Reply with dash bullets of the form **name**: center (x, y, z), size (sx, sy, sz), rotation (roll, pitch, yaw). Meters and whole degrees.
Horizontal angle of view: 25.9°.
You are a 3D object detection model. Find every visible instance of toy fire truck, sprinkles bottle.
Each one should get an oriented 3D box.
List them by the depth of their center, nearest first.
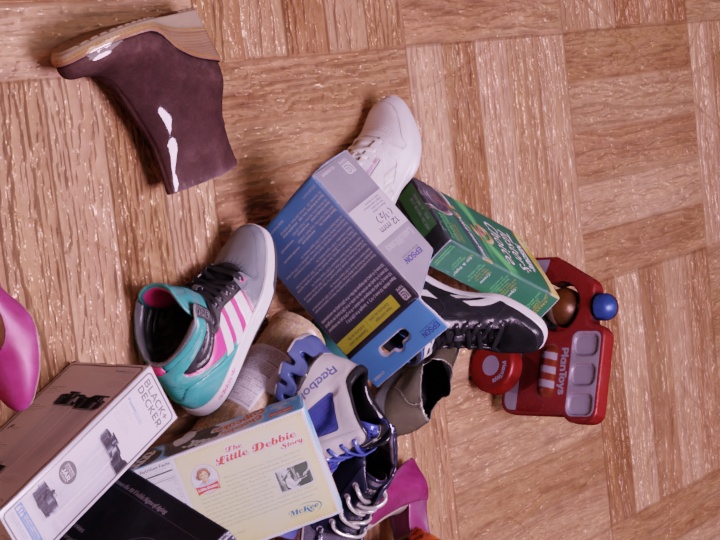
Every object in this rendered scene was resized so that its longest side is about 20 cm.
- **sprinkles bottle**: center (-0.110, 0.131, 1.573), size (0.200, 0.068, 0.068), rotation (-55, 127, -34)
- **toy fire truck**: center (0.236, 0.084, 1.896), size (0.112, 0.167, 0.202), rotation (22, 73, -46)

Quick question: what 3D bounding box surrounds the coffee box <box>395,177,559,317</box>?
- **coffee box**: center (0.134, -0.025, 1.812), size (0.199, 0.044, 0.123), rotation (27, 25, -39)

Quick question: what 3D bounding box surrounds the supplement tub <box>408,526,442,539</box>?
- **supplement tub**: center (0.056, 0.387, 1.686), size (0.122, 0.122, 0.201), rotation (35, 80, -43)

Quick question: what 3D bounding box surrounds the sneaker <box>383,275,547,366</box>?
- **sneaker**: center (0.100, 0.073, 1.726), size (0.112, 0.199, 0.073), rotation (-63, 168, -48)

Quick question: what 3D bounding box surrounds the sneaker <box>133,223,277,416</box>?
- **sneaker**: center (-0.156, 0.027, 1.517), size (0.121, 0.083, 0.201), rotation (42, 60, -51)

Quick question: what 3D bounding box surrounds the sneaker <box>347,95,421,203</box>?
- **sneaker**: center (0.007, -0.106, 1.706), size (0.099, 0.074, 0.202), rotation (32, 65, -45)

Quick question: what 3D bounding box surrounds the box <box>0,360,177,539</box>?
- **box**: center (-0.266, 0.163, 1.358), size (0.200, 0.116, 0.060), rotation (-48, 123, -39)

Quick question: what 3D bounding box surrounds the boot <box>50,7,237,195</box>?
- **boot**: center (-0.195, -0.153, 1.477), size (0.199, 0.072, 0.168), rotation (-25, 106, -50)

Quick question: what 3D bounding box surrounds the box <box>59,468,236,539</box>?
- **box**: center (-0.203, 0.295, 1.331), size (0.197, 0.199, 0.124), rotation (-44, 124, -20)

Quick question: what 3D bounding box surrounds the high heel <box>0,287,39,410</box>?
- **high heel**: center (-0.331, 0.027, 1.303), size (0.096, 0.067, 0.202), rotation (-20, 99, -59)

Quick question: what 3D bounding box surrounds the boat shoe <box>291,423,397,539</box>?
- **boat shoe**: center (-0.014, 0.241, 1.590), size (0.074, 0.093, 0.202), rotation (13, 74, -31)

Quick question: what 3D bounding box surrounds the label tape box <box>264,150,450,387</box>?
- **label tape box**: center (0.000, 0.000, 1.586), size (0.200, 0.143, 0.066), rotation (47, 47, 1)

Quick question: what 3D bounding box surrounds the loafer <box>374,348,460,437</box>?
- **loafer**: center (0.081, 0.119, 1.778), size (0.076, 0.069, 0.200), rotation (63, 36, -27)

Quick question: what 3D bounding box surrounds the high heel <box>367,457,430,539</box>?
- **high heel**: center (0.001, 0.244, 1.715), size (0.199, 0.067, 0.097), rotation (10, 59, -38)

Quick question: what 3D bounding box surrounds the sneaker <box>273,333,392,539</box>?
- **sneaker**: center (-0.036, 0.171, 1.534), size (0.080, 0.114, 0.201), rotation (13, 92, -63)

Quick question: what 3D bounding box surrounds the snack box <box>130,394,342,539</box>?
- **snack box**: center (-0.128, 0.206, 1.479), size (0.199, 0.037, 0.117), rotation (-20, 109, -1)

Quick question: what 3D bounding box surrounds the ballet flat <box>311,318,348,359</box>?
- **ballet flat**: center (-0.014, 0.128, 1.695), size (0.072, 0.067, 0.202), rotation (-31, 114, -66)
